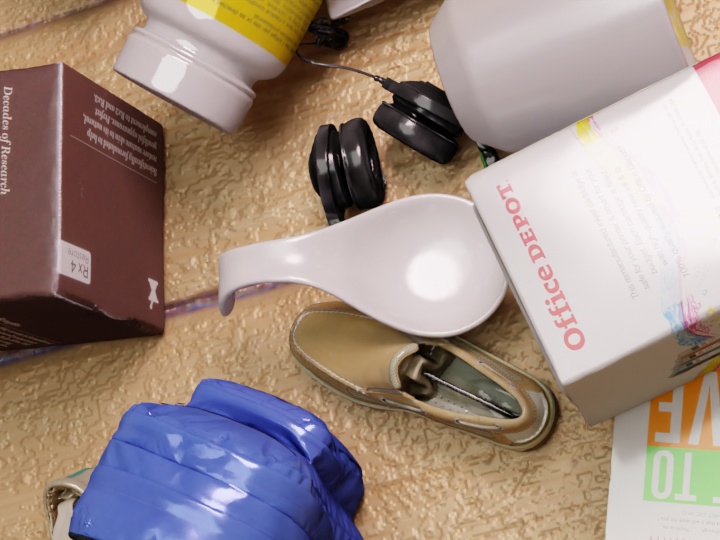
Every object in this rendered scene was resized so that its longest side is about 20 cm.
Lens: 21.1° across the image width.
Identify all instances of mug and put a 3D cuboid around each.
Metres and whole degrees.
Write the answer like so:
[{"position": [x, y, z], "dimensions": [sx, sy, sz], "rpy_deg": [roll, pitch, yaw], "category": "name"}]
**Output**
[{"position": [0.134, -0.153, 1.279], "dimensions": [0.153, 0.187, 0.150], "rpy_deg": [-20, 98, 14], "category": "mug"}]

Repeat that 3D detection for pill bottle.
[{"position": [-0.079, -0.201, 1.315], "dimensions": [0.114, 0.114, 0.200], "rpy_deg": [28, 89, 23], "category": "pill bottle"}]

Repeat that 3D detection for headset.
[{"position": [0.019, -0.089, 1.347], "dimensions": [0.123, 0.094, 0.200], "rpy_deg": [-32, 85, 9], "category": "headset"}]

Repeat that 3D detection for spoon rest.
[{"position": [0.000, 0.000, 1.279], "dimensions": [0.200, 0.061, 0.100], "rpy_deg": [-4, 73, 7], "category": "spoon rest"}]

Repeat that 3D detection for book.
[{"position": [0.232, 0.085, 1.238], "dimensions": [0.133, 0.048, 0.200], "rpy_deg": [2, 77, 17], "category": "book"}]

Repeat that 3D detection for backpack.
[{"position": [-0.091, 0.156, 1.251], "dimensions": [0.162, 0.200, 0.168], "rpy_deg": [14, 75, 22], "category": "backpack"}]

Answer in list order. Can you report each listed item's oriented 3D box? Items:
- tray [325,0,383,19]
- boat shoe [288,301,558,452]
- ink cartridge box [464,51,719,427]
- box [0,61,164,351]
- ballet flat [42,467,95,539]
[{"position": [0.063, -0.247, 1.362], "dimensions": [0.200, 0.022, 0.107], "rpy_deg": [-25, 45, 13], "category": "tray"}, {"position": [0.034, 0.063, 1.293], "dimensions": [0.200, 0.076, 0.072], "rpy_deg": [16, 86, 23], "category": "boat shoe"}, {"position": [0.188, -0.018, 1.177], "dimensions": [0.200, 0.145, 0.146], "rpy_deg": [-25, 71, 5], "category": "ink cartridge box"}, {"position": [-0.263, -0.037, 1.374], "dimensions": [0.200, 0.166, 0.165], "rpy_deg": [-6, 76, 18], "category": "box"}, {"position": [-0.184, 0.235, 1.343], "dimensions": [0.069, 0.069, 0.200], "rpy_deg": [-18, 74, 16], "category": "ballet flat"}]
